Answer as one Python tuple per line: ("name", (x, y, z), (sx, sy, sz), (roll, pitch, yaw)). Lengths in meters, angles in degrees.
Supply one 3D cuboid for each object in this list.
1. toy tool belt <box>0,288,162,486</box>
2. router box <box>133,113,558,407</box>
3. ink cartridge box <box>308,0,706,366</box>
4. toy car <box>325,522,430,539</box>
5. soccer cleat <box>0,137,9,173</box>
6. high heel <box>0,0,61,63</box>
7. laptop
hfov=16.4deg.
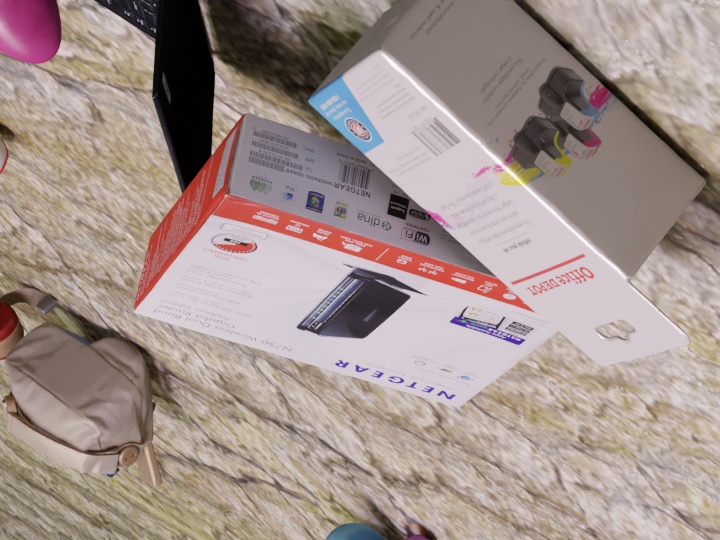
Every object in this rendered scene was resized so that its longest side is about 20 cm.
("toy tool belt", (-0.255, 0.113, 2.163), (0.200, 0.125, 0.123), (27, 150, 35))
("router box", (0.000, 0.000, 1.327), (0.200, 0.049, 0.180), (17, 155, -14))
("ink cartridge box", (0.083, -0.048, 1.191), (0.200, 0.068, 0.115), (43, 162, -8))
("toy car", (0.029, 0.280, 1.987), (0.200, 0.175, 0.150), (36, 127, 12))
("soccer cleat", (-0.342, -0.114, 1.880), (0.200, 0.069, 0.085), (30, 164, 42))
("high heel", (-0.226, -0.199, 1.418), (0.200, 0.067, 0.096), (54, 168, -20))
("laptop", (-0.143, -0.136, 1.371), (0.200, 0.103, 0.177), (33, 161, 19))
